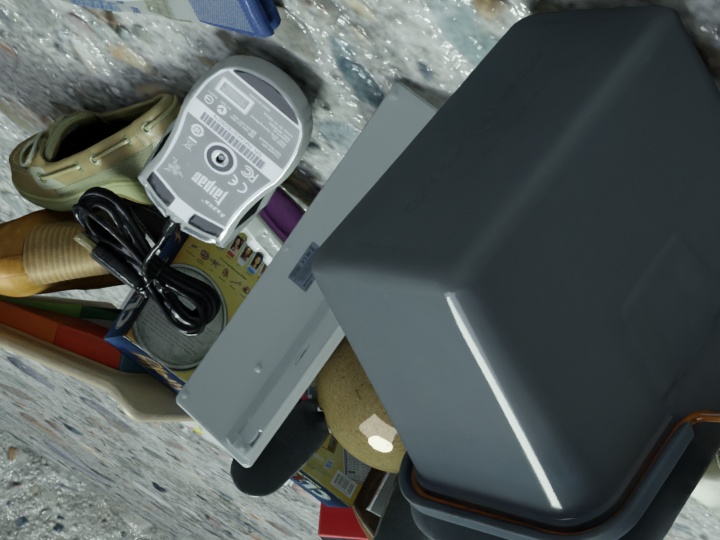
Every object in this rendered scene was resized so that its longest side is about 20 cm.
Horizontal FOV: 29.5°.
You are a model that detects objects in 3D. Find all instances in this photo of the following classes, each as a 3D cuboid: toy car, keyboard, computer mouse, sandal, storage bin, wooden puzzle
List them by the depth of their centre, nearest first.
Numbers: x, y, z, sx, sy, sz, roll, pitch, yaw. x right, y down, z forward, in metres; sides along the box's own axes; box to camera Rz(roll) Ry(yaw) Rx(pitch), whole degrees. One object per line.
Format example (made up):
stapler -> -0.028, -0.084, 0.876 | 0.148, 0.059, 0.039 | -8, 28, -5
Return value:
storage bin -> 0.084, -0.003, 0.531 | 0.145, 0.200, 0.135 | 8, 140, 48
keyboard -> -0.019, 0.003, 0.679 | 0.056, 0.200, 0.011 | 40, -170, 28
toy car -> 0.028, 0.057, 0.721 | 0.164, 0.200, 0.158 | 28, 160, 9
computer mouse -> -0.085, -0.051, 0.784 | 0.110, 0.044, 0.200 | 41, 128, -5
sandal -> 0.000, 0.004, 0.853 | 0.202, 0.083, 0.050 | 39, 117, -20
wooden puzzle -> -0.168, 0.054, 0.972 | 0.200, 0.037, 0.185 | 23, -172, 33

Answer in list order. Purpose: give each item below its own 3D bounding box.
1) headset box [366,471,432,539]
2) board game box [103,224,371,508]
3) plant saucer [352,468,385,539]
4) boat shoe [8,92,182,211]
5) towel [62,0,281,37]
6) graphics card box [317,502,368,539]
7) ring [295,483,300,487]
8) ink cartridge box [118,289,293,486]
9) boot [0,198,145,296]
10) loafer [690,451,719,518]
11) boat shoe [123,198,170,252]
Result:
headset box -> 0.097, 0.141, 0.881 | 0.148, 0.077, 0.200 | 28, -170, 7
board game box -> -0.054, 0.048, 0.915 | 0.200, 0.136, 0.035 | 41, 154, -23
plant saucer -> 0.077, 0.181, 0.980 | 0.200, 0.200, 0.037 | 28, 118, 10
boat shoe -> -0.169, -0.082, 0.881 | 0.200, 0.073, 0.063 | 7, 138, 47
towel -> -0.140, -0.182, 0.668 | 0.199, 0.024, 0.147 | 17, 153, 31
graphics card box -> 0.034, 0.228, 1.201 | 0.125, 0.051, 0.200 | 3, 163, 5
ring -> 0.044, 0.182, 1.167 | 0.199, 0.019, 0.201 | 6, 162, 2
ink cartridge box -> -0.120, 0.094, 1.193 | 0.200, 0.084, 0.145 | 31, 160, 2
boot -> -0.233, -0.018, 0.969 | 0.143, 0.071, 0.201 | -4, -175, 3
loafer -> 0.159, 0.106, 0.806 | 0.199, 0.070, 0.075 | 13, -177, 40
boat shoe -> -0.105, 0.002, 0.975 | 0.072, 0.071, 0.200 | 5, 147, 52
